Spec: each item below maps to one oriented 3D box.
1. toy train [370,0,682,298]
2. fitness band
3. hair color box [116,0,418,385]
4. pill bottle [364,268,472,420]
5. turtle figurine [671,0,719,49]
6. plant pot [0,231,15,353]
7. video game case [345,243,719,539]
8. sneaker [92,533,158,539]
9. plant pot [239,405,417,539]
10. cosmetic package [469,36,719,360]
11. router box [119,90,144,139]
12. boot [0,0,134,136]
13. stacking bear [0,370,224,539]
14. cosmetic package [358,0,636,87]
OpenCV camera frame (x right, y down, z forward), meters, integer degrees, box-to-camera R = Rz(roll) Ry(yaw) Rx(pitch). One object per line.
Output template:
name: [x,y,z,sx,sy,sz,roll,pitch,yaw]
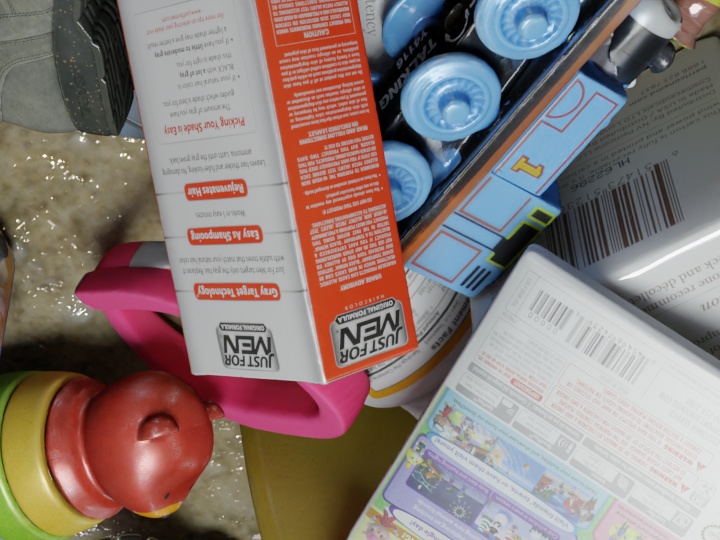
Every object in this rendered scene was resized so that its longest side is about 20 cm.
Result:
toy train: [0.064,-0.082,0.693,0.114,0.087,0.200,24,123,-28]
fitness band: [-0.079,0.042,0.816,0.144,0.038,0.200,44,157,-26]
hair color box: [-0.044,-0.055,0.658,0.101,0.061,0.201,0,102,48]
pill bottle: [0.000,0.000,0.817,0.109,0.109,0.200,-34,119,21]
turtle figurine: [0.216,-0.167,0.697,0.199,0.064,0.162,18,109,-30]
plant pot: [-0.295,0.009,0.773,0.179,0.200,0.201,-19,123,6]
video game case: [0.118,0.115,0.700,0.200,0.022,0.183,33,109,7]
sneaker: [-0.143,0.220,0.949,0.083,0.081,0.200,-21,158,24]
plant pot: [0.036,0.183,0.906,0.199,0.177,0.201,-9,124,6]
cosmetic package: [0.173,0.022,0.799,0.167,0.167,0.200,-26,121,17]
router box: [-0.146,-0.168,0.725,0.149,0.062,0.201,7,125,-7]
boot: [-0.181,-0.143,0.667,0.130,0.068,0.201,1,124,6]
stacking bear: [-0.177,0.112,0.872,0.199,0.121,0.114,-14,82,23]
cosmetic package: [0.037,-0.144,0.738,0.199,0.074,0.102,-3,127,3]
